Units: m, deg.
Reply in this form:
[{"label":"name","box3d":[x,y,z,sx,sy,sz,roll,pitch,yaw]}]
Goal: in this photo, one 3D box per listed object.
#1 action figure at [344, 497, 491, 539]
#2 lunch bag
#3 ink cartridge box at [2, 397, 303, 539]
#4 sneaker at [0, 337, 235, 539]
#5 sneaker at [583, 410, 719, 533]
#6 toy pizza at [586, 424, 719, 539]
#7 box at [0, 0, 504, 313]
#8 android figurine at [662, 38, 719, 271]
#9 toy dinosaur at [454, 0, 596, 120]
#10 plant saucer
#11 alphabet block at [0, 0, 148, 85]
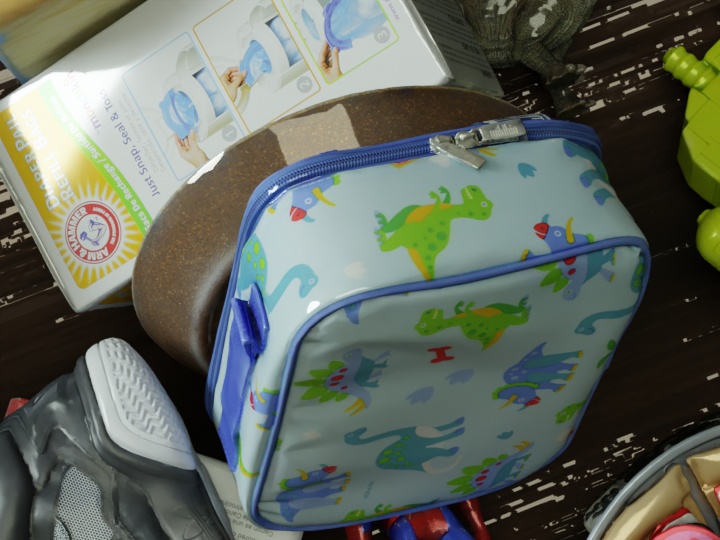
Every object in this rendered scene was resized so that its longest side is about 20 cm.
[{"label":"action figure","box3d":[0.032,0.126,0.814,0.065,0.052,0.200,-18,50,-15]},{"label":"lunch bag","box3d":[0.019,0.026,0.735,0.160,0.200,0.083,-12,59,-18]},{"label":"ink cartridge box","box3d":[-0.118,0.176,0.828,0.143,0.084,0.201,18,82,1]},{"label":"sneaker","box3d":[-0.103,0.137,0.756,0.113,0.076,0.201,-26,78,-4]},{"label":"sneaker","box3d":[0.204,0.101,0.844,0.199,0.077,0.085,-20,88,-2]},{"label":"toy pizza","box3d":[0.185,0.165,0.799,0.199,0.032,0.202,-1,94,-12]},{"label":"box","box3d":[-0.053,-0.074,0.819,0.199,0.112,0.102,-31,83,15]},{"label":"android figurine","box3d":[0.236,-0.057,0.860,0.182,0.041,0.200,-43,73,-11]},{"label":"toy dinosaur","box3d":[0.058,-0.120,0.879,0.199,0.077,0.103,-19,72,22]},{"label":"plant saucer","box3d":[0.000,0.000,0.795,0.199,0.201,0.035,-19,55,-2]},{"label":"alphabet block","box3d":[-0.111,-0.214,0.824,0.199,0.195,0.197,-28,86,-2]}]
